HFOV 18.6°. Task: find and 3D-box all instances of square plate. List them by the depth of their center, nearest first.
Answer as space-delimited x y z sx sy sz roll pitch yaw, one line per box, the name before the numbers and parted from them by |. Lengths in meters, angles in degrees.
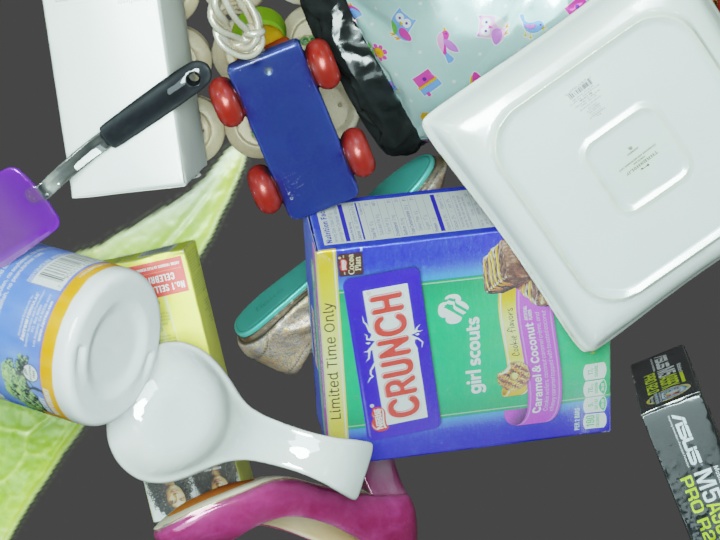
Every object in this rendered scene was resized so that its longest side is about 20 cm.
square plate | 0.174 -0.073 1.421 0.200 0.028 0.198 -35 106 5

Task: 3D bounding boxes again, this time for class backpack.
backpack | 0.076 -0.174 1.474 0.200 0.127 0.167 -25 113 15

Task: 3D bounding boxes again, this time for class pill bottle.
pill bottle | -0.248 0.031 1.525 0.199 0.112 0.112 14 101 28

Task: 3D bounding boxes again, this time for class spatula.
spatula | -0.180 -0.076 1.450 0.200 0.021 0.057 -37 109 5

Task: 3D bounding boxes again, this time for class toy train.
toy train | -0.063 -0.144 1.460 0.084 0.116 0.200 -21 121 2

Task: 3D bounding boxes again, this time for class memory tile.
memory tile | -0.105 -0.152 1.560 0.199 0.017 0.154 -8 98 5

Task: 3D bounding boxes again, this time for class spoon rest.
spoon rest | -0.092 0.107 1.496 0.199 0.061 0.100 12 81 29

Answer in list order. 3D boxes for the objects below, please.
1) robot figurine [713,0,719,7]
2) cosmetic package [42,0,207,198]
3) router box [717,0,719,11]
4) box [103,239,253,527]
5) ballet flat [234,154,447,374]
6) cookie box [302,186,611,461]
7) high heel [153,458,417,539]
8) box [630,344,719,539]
robot figurine | 0.222 -0.262 1.491 0.145 0.058 0.200 -35 99 -4
cosmetic package | -0.162 -0.157 1.502 0.085 0.108 0.201 -6 98 5
router box | 0.336 -0.186 1.473 0.199 0.049 0.180 -6 101 -17
box | -0.132 0.084 1.581 0.075 0.050 0.201 -11 98 6
ballet flat | 0.000 0.000 1.561 0.200 0.068 0.067 -40 114 14
cookie box | 0.067 0.034 1.509 0.199 0.075 0.172 -7 118 -5
high heel | -0.049 0.187 1.549 0.200 0.067 0.096 -15 90 -36
box | 0.244 0.163 1.514 0.044 0.160 0.201 -21 96 8
